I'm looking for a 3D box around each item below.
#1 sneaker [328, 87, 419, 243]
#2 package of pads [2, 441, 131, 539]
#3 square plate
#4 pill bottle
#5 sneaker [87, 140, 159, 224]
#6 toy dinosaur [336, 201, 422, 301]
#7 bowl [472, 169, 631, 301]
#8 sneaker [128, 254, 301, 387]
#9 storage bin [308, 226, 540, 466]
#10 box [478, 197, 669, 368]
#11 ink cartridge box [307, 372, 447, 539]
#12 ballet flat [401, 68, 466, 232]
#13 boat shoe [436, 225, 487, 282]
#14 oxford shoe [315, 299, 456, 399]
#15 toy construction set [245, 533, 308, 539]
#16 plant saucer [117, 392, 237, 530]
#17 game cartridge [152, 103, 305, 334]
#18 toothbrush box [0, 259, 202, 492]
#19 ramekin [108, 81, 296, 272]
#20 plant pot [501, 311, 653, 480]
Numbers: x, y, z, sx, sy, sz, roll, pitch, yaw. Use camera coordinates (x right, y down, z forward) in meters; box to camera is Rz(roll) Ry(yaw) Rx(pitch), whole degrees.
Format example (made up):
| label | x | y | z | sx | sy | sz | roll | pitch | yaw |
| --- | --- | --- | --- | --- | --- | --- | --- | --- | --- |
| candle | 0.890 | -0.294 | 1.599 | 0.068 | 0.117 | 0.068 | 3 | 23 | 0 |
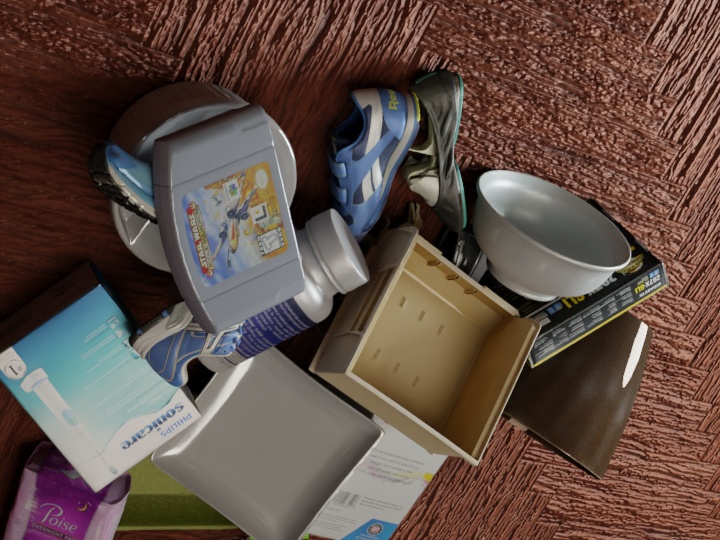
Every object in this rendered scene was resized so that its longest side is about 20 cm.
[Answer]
| label | x | y | z | sx | sy | sz | roll | pitch | yaw |
| --- | --- | --- | --- | --- | --- | --- | --- | --- | --- |
| sneaker | -0.006 | -0.116 | 1.647 | 0.082 | 0.074 | 0.200 | 11 | 114 | -26 |
| package of pads | -0.349 | 0.308 | 1.718 | 0.120 | 0.076 | 0.200 | 21 | 114 | -2 |
| square plate | -0.108 | 0.200 | 1.716 | 0.200 | 0.028 | 0.198 | 37 | 99 | -3 |
| pill bottle | -0.097 | 0.017 | 1.624 | 0.200 | 0.120 | 0.120 | -27 | 133 | 11 |
| sneaker | -0.179 | -0.085 | 1.455 | 0.200 | 0.078 | 0.090 | 28 | 86 | -40 |
| toy dinosaur | 0.000 | 0.000 | 1.739 | 0.101 | 0.058 | 0.200 | 30 | 104 | -42 |
| bowl | 0.209 | -0.027 | 1.744 | 0.201 | 0.201 | 0.091 | 7 | 122 | -33 |
| sneaker | -0.140 | 0.043 | 1.539 | 0.200 | 0.076 | 0.077 | -34 | 92 | 7 |
| storage bin | 0.077 | 0.082 | 1.675 | 0.200 | 0.094 | 0.199 | 36 | 70 | -23 |
| box | 0.248 | 0.012 | 1.818 | 0.200 | 0.160 | 0.049 | -31 | 134 | -9 |
| ink cartridge box | -0.002 | 0.212 | 1.828 | 0.147 | 0.145 | 0.200 | 22 | 109 | -39 |
| ballet flat | 0.081 | -0.134 | 1.691 | 0.068 | 0.068 | 0.201 | -10 | 116 | -11 |
| boat shoe | 0.090 | 0.035 | 1.803 | 0.068 | 0.074 | 0.200 | 17 | 111 | -38 |
| oxford shoe | 0.037 | 0.097 | 1.746 | 0.200 | 0.084 | 0.073 | 27 | 112 | -16 |
| toy construction set | -0.110 | 0.349 | 1.860 | 0.092 | 0.200 | 0.132 | 0 | 82 | -19 |
| plant saucer | -0.207 | 0.219 | 1.783 | 0.199 | 0.048 | 0.200 | 6 | 118 | -33 |
| game cartridge | -0.130 | -0.046 | 1.433 | 0.133 | 0.041 | 0.201 | -28 | 115 | -37 |
| toothbrush box | -0.289 | 0.115 | 1.605 | 0.146 | 0.085 | 0.200 | -36 | 115 | -3 |
| ramekin | -0.174 | -0.104 | 1.541 | 0.202 | 0.094 | 0.203 | -15 | 129 | -20 |
| plant pot | 0.288 | 0.138 | 1.939 | 0.187 | 0.187 | 0.200 | 37 | 85 | -41 |
